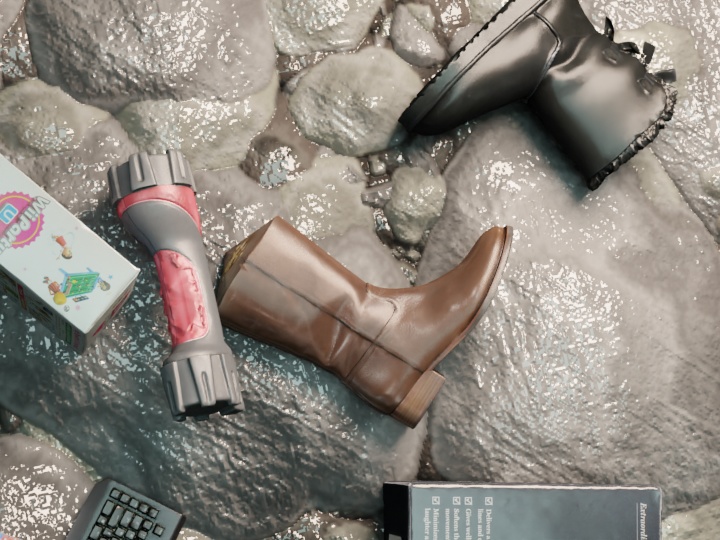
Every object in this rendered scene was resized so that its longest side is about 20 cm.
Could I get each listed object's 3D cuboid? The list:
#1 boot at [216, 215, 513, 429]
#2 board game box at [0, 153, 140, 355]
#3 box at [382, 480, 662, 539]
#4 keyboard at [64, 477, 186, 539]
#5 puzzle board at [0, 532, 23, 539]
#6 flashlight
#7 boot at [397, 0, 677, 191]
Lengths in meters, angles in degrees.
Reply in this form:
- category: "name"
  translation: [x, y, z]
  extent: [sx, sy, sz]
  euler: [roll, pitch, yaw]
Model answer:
- category: "boot"
  translation: [0.000, 0.000, 1.172]
  extent: [0.199, 0.064, 0.187]
  euler: [31, 80, -1]
- category: "board game box"
  translation: [-0.259, -0.030, 1.083]
  extent: [0.200, 0.148, 0.064]
  euler: [40, 76, -4]
- category: "box"
  translation: [0.121, 0.237, 1.139]
  extent: [0.198, 0.107, 0.150]
  euler: [3, 82, -9]
- category: "keyboard"
  translation: [-0.187, 0.272, 1.123]
  extent: [0.126, 0.021, 0.201]
  euler: [27, 80, -6]
- category: "puzzle board"
  translation: [-0.221, 0.291, 1.100]
  extent: [0.199, 0.017, 0.152]
  euler: [19, 79, -1]
- category: "flashlight"
  translation: [-0.141, 0.011, 1.122]
  extent: [0.067, 0.068, 0.201]
  euler: [-13, 73, 1]
- category: "boot"
  translation: [0.149, -0.135, 1.211]
  extent: [0.198, 0.073, 0.163]
  euler: [-44, 95, -13]
